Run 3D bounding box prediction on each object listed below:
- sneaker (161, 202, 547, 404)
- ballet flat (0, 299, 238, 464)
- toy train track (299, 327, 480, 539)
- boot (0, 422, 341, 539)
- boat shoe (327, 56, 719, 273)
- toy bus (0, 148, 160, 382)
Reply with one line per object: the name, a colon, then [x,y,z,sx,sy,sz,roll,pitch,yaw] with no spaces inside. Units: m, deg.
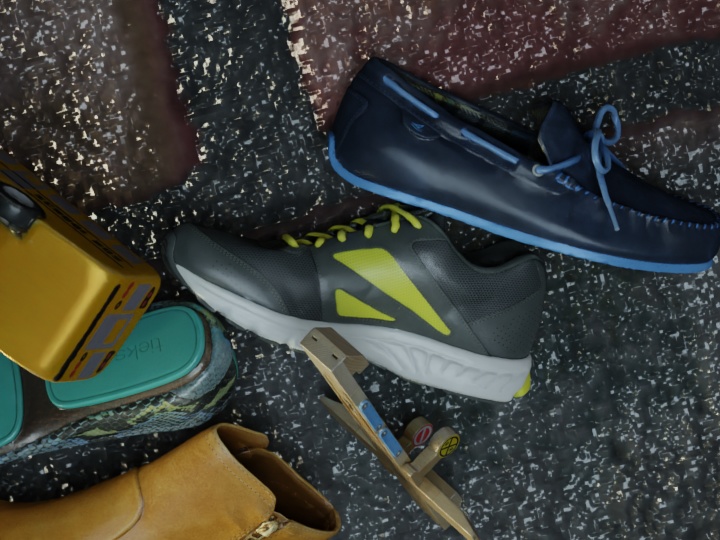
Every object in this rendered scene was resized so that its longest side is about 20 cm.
sneaker: [0.000,0.000,1.390,0.200,0.074,0.085,16,98,-18]
ballet flat: [-0.152,0.065,1.387,0.199,0.074,0.074,-9,108,17]
toy train track: [0.018,0.072,1.366,0.033,0.115,0.200,-45,150,-7]
boot: [-0.120,0.116,1.378,0.201,0.071,0.144,27,123,-34]
boat shoe: [0.086,-0.051,1.370,0.199,0.084,0.069,15,103,-11]
toy bus: [-0.195,-0.032,1.328,0.200,0.078,0.065,37,102,14]
